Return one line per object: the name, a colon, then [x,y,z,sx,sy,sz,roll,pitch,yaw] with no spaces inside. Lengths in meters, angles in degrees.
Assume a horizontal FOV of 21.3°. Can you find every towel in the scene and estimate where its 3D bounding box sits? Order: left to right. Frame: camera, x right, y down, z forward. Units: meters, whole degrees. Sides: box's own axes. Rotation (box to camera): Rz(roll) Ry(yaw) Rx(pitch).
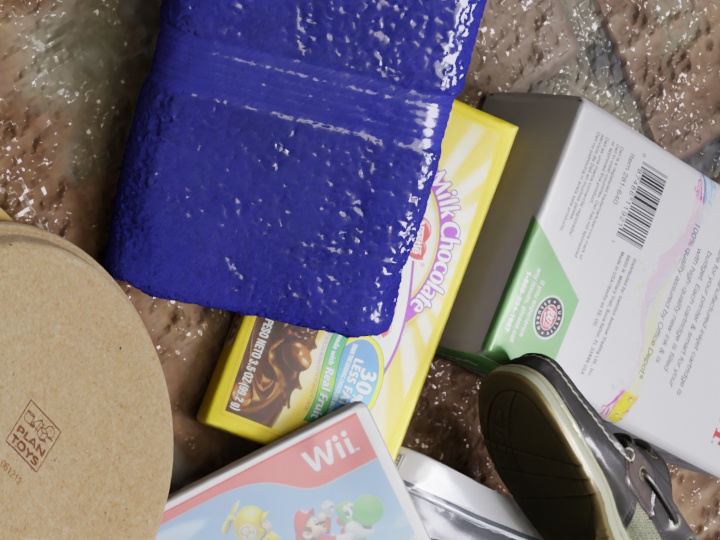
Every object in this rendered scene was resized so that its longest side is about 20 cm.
towel: [-0.031,-0.076,0.901,0.147,0.050,0.200,13,105,-10]

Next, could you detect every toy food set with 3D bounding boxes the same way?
toy food set: [-0.161,0.075,0.847,0.200,0.049,0.198,38,55,-41]

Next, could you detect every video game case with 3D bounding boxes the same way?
video game case: [-0.019,0.184,0.937,0.143,0.017,0.200,-26,94,-10]

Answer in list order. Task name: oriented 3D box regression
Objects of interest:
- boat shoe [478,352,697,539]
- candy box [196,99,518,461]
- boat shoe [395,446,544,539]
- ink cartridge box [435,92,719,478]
boat shoe: [0.127,0.115,0.990,0.066,0.072,0.201,-43,116,-28]
candy box: [0.000,0.000,0.969,0.102,0.026,0.200,22,83,-17]
boat shoe: [0.074,0.159,1.033,0.200,0.072,0.068,30,75,-32]
ink cartridge box: [0.137,0.010,1.050,0.200,0.084,0.145,27,81,-34]
